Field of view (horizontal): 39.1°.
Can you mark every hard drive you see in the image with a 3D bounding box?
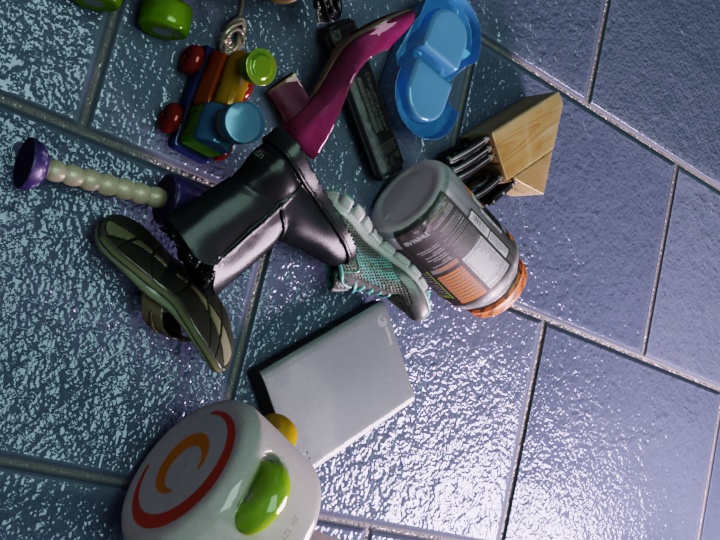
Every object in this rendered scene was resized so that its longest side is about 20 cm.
[{"bbox_3d":[-0.029,0.139,1.220,0.199,0.033,0.140,-29,108,-36],"label":"hard drive"}]

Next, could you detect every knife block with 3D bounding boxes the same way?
[{"bbox_3d":[0.180,-0.175,1.366,0.175,0.064,0.201,23,76,-38],"label":"knife block"}]

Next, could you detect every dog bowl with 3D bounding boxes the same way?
[{"bbox_3d":[0.086,-0.261,1.298,0.111,0.049,0.201,30,73,-35],"label":"dog bowl"}]

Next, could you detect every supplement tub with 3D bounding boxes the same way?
[{"bbox_3d":[0.117,-0.035,1.280,0.200,0.122,0.123,43,65,-32],"label":"supplement tub"}]

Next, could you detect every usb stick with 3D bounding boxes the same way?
[{"bbox_3d":[0.003,-0.209,1.242,0.055,0.032,0.201,-36,112,-40],"label":"usb stick"}]

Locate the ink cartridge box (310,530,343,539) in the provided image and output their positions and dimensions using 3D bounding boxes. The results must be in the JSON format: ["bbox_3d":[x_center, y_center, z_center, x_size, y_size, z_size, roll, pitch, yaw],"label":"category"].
[{"bbox_3d":[-0.013,0.402,1.164,0.084,0.145,0.201,-43,116,-31],"label":"ink cartridge box"}]

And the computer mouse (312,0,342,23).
[{"bbox_3d":[-0.073,-0.326,1.057,0.200,0.052,0.140,-40,132,-65],"label":"computer mouse"}]

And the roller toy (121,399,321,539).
[{"bbox_3d":[-0.138,0.240,1.039,0.182,0.200,0.140,-38,119,7],"label":"roller toy"}]

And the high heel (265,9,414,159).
[{"bbox_3d":[-0.006,-0.220,1.180,0.199,0.067,0.096,-32,106,2],"label":"high heel"}]

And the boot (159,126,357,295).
[{"bbox_3d":[-0.107,-0.033,1.080,0.168,0.076,0.200,-42,137,-11],"label":"boot"}]

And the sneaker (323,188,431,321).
[{"bbox_3d":[0.000,0.000,1.216,0.200,0.078,0.091,45,71,-13],"label":"sneaker"}]

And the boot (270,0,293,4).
[{"bbox_3d":[-0.110,-0.410,1.078,0.200,0.066,0.176,44,48,-62],"label":"boot"}]

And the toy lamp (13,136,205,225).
[{"bbox_3d":[-0.245,-0.086,1.027,0.199,0.058,0.059,16,81,-39],"label":"toy lamp"}]

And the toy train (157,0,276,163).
[{"bbox_3d":[-0.131,-0.217,1.079,0.084,0.115,0.201,27,74,-36],"label":"toy train"}]

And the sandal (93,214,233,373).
[{"bbox_3d":[-0.206,0.027,1.061,0.201,0.057,0.080,48,24,-11],"label":"sandal"}]

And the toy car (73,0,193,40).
[{"bbox_3d":[-0.176,-0.338,0.987,0.157,0.199,0.165,16,80,-38],"label":"toy car"}]
